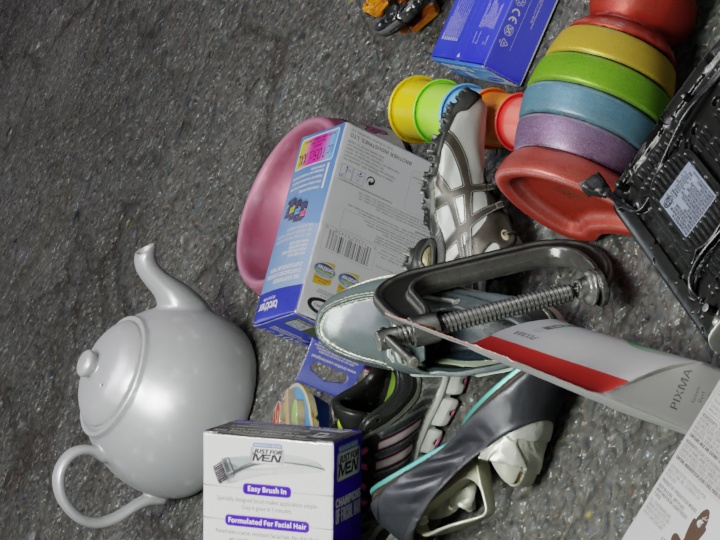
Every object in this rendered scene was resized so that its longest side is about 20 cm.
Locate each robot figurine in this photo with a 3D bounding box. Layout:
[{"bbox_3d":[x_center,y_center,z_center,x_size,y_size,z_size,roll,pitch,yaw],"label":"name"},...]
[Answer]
[{"bbox_3d":[0.073,-0.299,1.674,0.200,0.058,0.145,-47,33,30],"label":"robot figurine"}]

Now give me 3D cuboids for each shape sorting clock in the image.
[{"bbox_3d":[-0.062,0.192,1.504,0.200,0.039,0.201,-170,90,-79],"label":"shape sorting clock"}]

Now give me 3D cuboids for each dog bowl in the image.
[{"bbox_3d":[-0.039,-0.050,1.663,0.200,0.074,0.201,-39,39,41],"label":"dog bowl"}]

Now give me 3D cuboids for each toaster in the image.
[{"bbox_3d":[0.256,-0.054,1.106,0.181,0.118,0.200,-55,30,19],"label":"toaster"}]

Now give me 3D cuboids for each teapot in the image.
[{"bbox_3d":[-0.203,0.117,1.743,0.197,0.146,0.200,-48,34,31],"label":"teapot"}]

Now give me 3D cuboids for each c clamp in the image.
[{"bbox_3d":[0.094,0.021,1.284,0.171,0.199,0.027,-146,43,-65],"label":"c clamp"}]

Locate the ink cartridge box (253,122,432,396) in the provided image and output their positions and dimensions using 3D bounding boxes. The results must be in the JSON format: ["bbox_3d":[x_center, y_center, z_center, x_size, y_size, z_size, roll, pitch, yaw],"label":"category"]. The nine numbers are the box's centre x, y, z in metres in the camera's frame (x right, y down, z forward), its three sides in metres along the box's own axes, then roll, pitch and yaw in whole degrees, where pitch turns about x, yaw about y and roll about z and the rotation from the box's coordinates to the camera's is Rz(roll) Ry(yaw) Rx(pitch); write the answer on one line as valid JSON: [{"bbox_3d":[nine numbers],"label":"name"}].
[{"bbox_3d":[0.000,0.000,1.489,0.076,0.136,0.201,-18,53,57],"label":"ink cartridge box"}]

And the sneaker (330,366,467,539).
[{"bbox_3d":[0.007,0.137,1.424,0.074,0.087,0.201,23,90,62],"label":"sneaker"}]

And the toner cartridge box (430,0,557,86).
[{"bbox_3d":[0.135,-0.257,1.550,0.095,0.043,0.201,23,89,63],"label":"toner cartridge box"}]

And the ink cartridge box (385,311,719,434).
[{"bbox_3d":[0.138,0.053,1.142,0.161,0.200,0.050,17,83,61],"label":"ink cartridge box"}]

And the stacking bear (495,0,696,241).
[{"bbox_3d":[0.181,-0.135,1.319,0.121,0.113,0.201,-1,64,60],"label":"stacking bear"}]

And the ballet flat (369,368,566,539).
[{"bbox_3d":[0.089,0.137,1.317,0.200,0.073,0.073,-42,36,27],"label":"ballet flat"}]

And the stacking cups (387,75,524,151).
[{"bbox_3d":[0.095,-0.121,1.506,0.200,0.060,0.061,21,88,60],"label":"stacking cups"}]

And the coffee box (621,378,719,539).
[{"bbox_3d":[0.246,0.109,1.007,0.200,0.114,0.080,-60,28,10],"label":"coffee box"}]

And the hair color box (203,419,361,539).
[{"bbox_3d":[-0.059,0.218,1.382,0.109,0.065,0.201,3,97,22],"label":"hair color box"}]

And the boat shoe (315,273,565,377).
[{"bbox_3d":[0.049,0.042,1.342,0.199,0.062,0.073,4,96,26],"label":"boat shoe"}]

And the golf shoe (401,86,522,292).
[{"bbox_3d":[0.088,-0.041,1.430,0.078,0.094,0.201,62,-141,-78],"label":"golf shoe"}]
